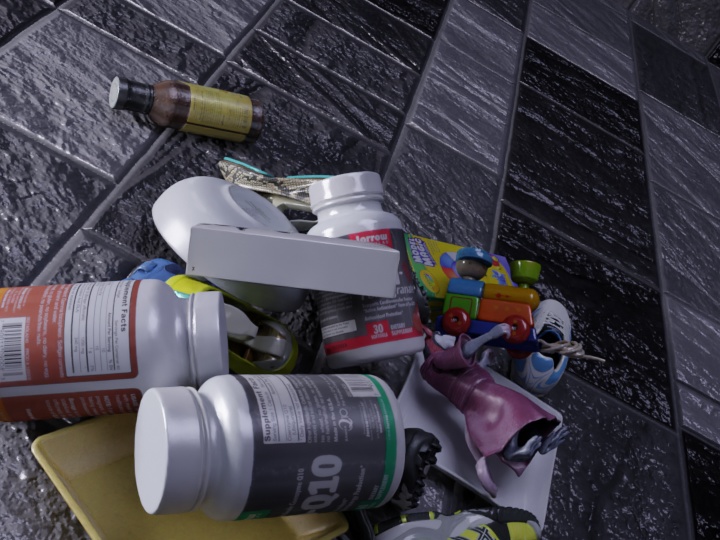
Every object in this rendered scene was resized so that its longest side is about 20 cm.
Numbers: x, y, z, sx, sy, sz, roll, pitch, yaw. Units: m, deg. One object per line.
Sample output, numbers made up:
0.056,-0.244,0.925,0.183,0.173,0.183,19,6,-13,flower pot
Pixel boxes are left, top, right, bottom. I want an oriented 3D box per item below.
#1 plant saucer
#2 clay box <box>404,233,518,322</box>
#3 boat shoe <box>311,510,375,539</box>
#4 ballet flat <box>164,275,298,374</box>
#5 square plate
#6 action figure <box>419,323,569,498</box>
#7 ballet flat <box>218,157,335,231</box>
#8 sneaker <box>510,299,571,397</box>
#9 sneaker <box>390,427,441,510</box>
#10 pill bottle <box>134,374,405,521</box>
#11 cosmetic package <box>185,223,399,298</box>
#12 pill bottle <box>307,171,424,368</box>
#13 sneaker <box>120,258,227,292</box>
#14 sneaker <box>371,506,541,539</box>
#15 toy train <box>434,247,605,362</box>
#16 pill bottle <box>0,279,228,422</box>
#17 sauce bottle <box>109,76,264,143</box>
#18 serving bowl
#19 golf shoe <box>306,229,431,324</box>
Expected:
-0.144,0.195,0.782,0.199,0.049,0.200,-16,49,-45,plant saucer
0.116,0.017,1.218,0.199,0.048,0.115,12,40,-28,clay box
-0.041,0.190,0.866,0.072,0.071,0.200,-8,52,-43,boat shoe
-0.113,0.063,0.912,0.200,0.067,0.067,36,66,-44,ballet flat
0.129,0.178,1.051,0.197,0.029,0.200,33,35,-1,square plate
0.122,0.138,1.015,0.200,0.134,0.149,38,76,29,action figure
-0.100,-0.089,1.142,0.199,0.076,0.068,13,-8,25,ballet flat
0.245,0.090,1.210,0.072,0.073,0.200,32,33,3,sneaker
0.021,0.177,0.862,0.090,0.200,0.067,23,73,7,sneaker
-0.073,0.141,0.753,0.198,0.114,0.114,3,44,-28,pill bottle
-0.066,-0.011,0.911,0.198,0.051,0.083,7,6,-7,cosmetic package
0.000,0.000,1.020,0.110,0.110,0.202,-6,83,-42,pill bottle
-0.213,0.035,0.922,0.199,0.074,0.082,0,47,-50,sneaker
0.093,0.270,0.890,0.199,0.075,0.077,3,65,-32,sneaker
0.196,0.041,1.108,0.198,0.085,0.117,7,73,17,toy train
-0.214,0.066,0.788,0.198,0.113,0.113,-3,42,-5,pill bottle
-0.225,-0.213,1.217,0.199,0.065,0.065,8,41,-33,sauce bottle
-0.128,-0.043,1.035,0.199,0.066,0.200,33,18,-12,serving bowl
0.003,0.011,1.119,0.094,0.078,0.200,-33,54,-18,golf shoe
